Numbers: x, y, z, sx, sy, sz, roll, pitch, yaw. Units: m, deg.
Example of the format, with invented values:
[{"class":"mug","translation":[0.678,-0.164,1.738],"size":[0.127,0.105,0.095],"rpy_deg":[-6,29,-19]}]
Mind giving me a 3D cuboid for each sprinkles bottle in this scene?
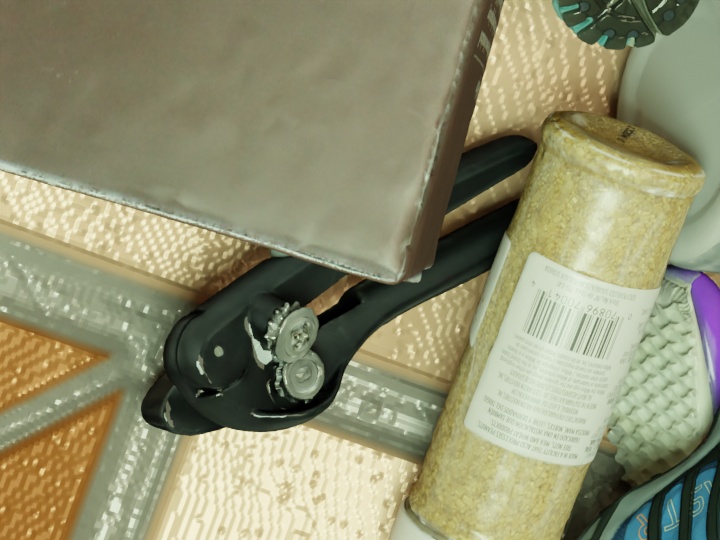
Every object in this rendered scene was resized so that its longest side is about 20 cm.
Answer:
[{"class":"sprinkles bottle","translation":[0.072,0.039,1.035],"size":[0.068,0.068,0.200],"rpy_deg":[12,108,-25]}]

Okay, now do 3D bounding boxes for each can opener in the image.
[{"class":"can opener","translation":[0.000,0.000,1.024],"size":[0.200,0.079,0.064],"rpy_deg":[-35,118,-27]}]

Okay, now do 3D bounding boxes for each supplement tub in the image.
[{"class":"supplement tub","translation":[0.217,-0.054,1.080],"size":[0.199,0.122,0.123],"rpy_deg":[4,97,-24]}]

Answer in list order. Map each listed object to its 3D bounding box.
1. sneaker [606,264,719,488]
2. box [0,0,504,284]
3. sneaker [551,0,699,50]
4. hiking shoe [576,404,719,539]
[{"class":"sneaker","translation":[0.169,0.080,1.115],"size":[0.099,0.070,0.201],"rpy_deg":[-24,112,-25]},{"class":"box","translation":[-0.030,-0.114,0.910],"size":[0.164,0.166,0.201],"rpy_deg":[16,92,3]},{"class":"sneaker","translation":[0.103,-0.192,1.011],"size":[0.077,0.086,0.200],"rpy_deg":[6,116,-18]},{"class":"hiking shoe","translation":[0.137,0.115,1.021],"size":[0.074,0.087,0.200],"rpy_deg":[32,100,-16]}]
